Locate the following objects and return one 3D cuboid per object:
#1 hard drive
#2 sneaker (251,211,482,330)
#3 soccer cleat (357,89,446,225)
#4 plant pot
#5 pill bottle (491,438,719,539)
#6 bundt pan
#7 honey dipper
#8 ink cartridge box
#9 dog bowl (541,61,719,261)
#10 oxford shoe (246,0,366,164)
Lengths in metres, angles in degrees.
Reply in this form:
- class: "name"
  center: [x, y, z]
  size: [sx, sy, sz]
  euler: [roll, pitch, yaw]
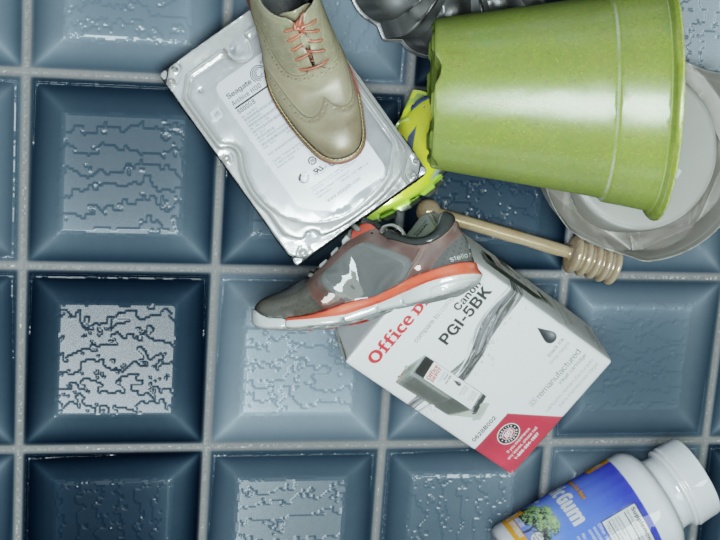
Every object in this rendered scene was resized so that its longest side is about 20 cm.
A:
- class: "hard drive"
  center: [-0.056, -0.123, 1.215]
  size: [0.140, 0.038, 0.200]
  euler: [-35, 89, -3]
- class: "sneaker"
  center: [0.000, 0.000, 1.203]
  size: [0.200, 0.077, 0.082]
  euler: [-15, 84, 12]
- class: "soccer cleat"
  center: [0.052, -0.111, 1.268]
  size: [0.200, 0.065, 0.084]
  euler: [-37, 94, -3]
- class: "plant pot"
  center: [0.150, -0.142, 1.166]
  size: [0.190, 0.200, 0.200]
  euler: [1, 103, 0]
- class: "pill bottle"
  center: [0.235, 0.244, 1.365]
  size: [0.200, 0.112, 0.112]
  euler: [-30, 108, -6]
- class: "bundt pan"
  center: [0.086, -0.277, 1.224]
  size: [0.202, 0.076, 0.202]
  euler: [-3, 104, -14]
- class: "honey dipper"
  center: [0.145, -0.031, 1.318]
  size: [0.200, 0.038, 0.038]
  euler: [17, 99, -15]
- class: "ink cartridge box"
  center: [0.099, 0.066, 1.294]
  size: [0.200, 0.083, 0.147]
  euler: [34, 104, -18]
- class: "dog bowl"
  center: [0.248, -0.109, 1.301]
  size: [0.200, 0.059, 0.200]
  euler: [-1, 97, -11]
- class: "oxford shoe"
  center: [-0.051, -0.180, 1.160]
  size: [0.070, 0.075, 0.200]
  euler: [-25, 89, -3]
